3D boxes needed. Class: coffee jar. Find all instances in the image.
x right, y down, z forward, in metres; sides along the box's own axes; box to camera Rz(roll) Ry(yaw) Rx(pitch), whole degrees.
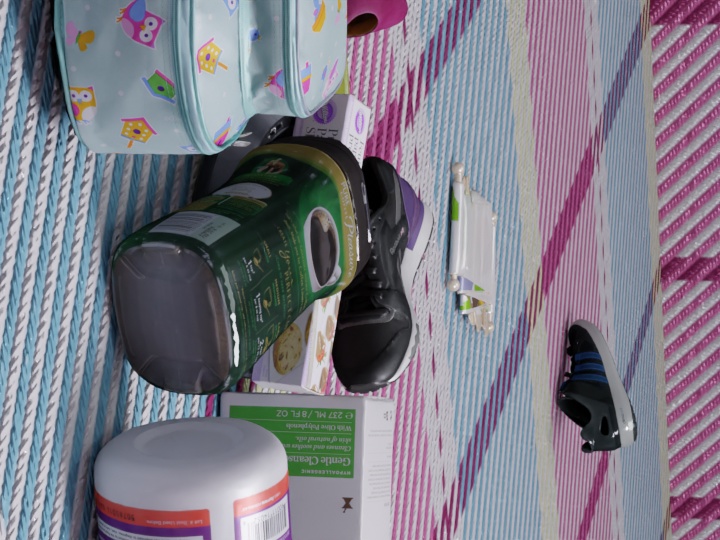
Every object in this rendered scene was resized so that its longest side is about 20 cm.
[{"bbox_3d":[-0.067,-0.009,1.441,0.200,0.085,0.104,-39,128,-55],"label":"coffee jar"}]

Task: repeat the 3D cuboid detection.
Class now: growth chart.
[{"bbox_3d":[0.114,-0.014,2.347,0.200,0.018,0.145,42,51,-71],"label":"growth chart"}]

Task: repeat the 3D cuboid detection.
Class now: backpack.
[{"bbox_3d":[-0.088,-0.152,1.304,0.200,0.153,0.176,-46,141,-60],"label":"backpack"}]

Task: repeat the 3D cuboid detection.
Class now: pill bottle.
[{"bbox_3d":[-0.094,0.193,1.371,0.112,0.112,0.200,-47,136,-69],"label":"pill bottle"}]

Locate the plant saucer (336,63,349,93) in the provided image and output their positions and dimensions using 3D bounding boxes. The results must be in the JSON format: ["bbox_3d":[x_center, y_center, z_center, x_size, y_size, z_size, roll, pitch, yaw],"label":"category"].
[{"bbox_3d":[-0.041,-0.124,1.715,0.200,0.031,0.200,1,90,-75],"label":"plant saucer"}]

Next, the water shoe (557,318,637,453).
[{"bbox_3d":[0.274,0.138,2.882,0.200,0.079,0.072,-111,-171,-46],"label":"water shoe"}]

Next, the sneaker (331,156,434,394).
[{"bbox_3d":[0.000,0.000,1.841,0.088,0.076,0.200,54,33,-43],"label":"sneaker"}]

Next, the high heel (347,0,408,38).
[{"bbox_3d":[-0.023,-0.154,1.604,0.200,0.067,0.096,0,71,-59],"label":"high heel"}]

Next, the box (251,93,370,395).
[{"bbox_3d":[-0.032,-0.018,1.564,0.039,0.041,0.200,28,71,-64],"label":"box"}]

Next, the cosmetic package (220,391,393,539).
[{"bbox_3d":[-0.038,0.184,1.598,0.085,0.107,0.200,19,72,-75],"label":"cosmetic package"}]

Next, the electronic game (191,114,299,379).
[{"bbox_3d":[-0.064,-0.026,1.592,0.200,0.042,0.200,5,90,-66],"label":"electronic game"}]
